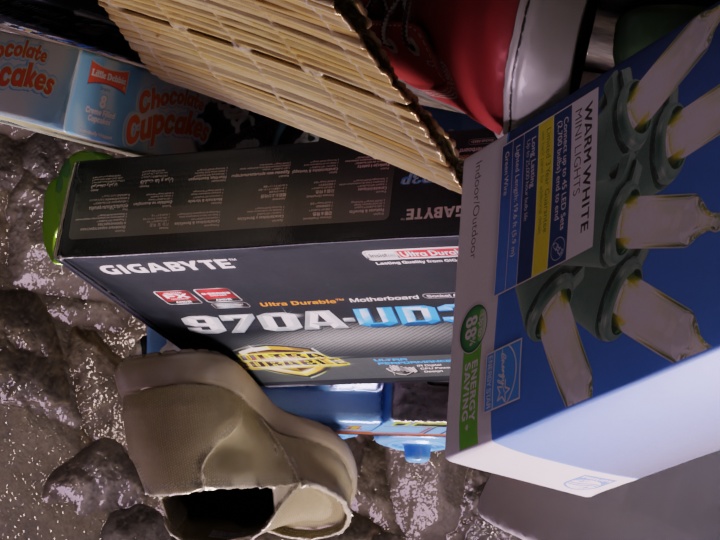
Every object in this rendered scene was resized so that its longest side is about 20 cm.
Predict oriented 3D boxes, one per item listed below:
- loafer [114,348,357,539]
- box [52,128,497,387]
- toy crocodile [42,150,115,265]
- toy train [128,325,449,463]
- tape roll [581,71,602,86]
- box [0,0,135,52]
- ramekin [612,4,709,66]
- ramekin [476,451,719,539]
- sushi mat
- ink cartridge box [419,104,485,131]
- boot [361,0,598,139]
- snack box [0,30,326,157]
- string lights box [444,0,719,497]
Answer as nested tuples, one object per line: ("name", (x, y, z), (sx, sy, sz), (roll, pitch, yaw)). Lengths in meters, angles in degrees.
("loafer", (-0.059, 0.097, 0.983), (0.075, 0.069, 0.200), (-5, 157, 22))
("box", (0.000, 0.000, 0.877), (0.199, 0.046, 0.159), (-3, 157, 25))
("toy crocodile", (-0.087, -0.018, 1.030), (0.199, 0.062, 0.067), (14, -175, 41))
("toy train", (-0.015, 0.047, 1.061), (0.198, 0.087, 0.114), (3, 168, -10))
("tape roll", (0.175, -0.059, 1.090), (0.201, 0.037, 0.203), (16, 180, 0))
("box", (-0.094, -0.120, 0.947), (0.158, 0.046, 0.200), (14, 180, -17))
("ramekin", (0.182, -0.026, 0.809), (0.199, 0.098, 0.200), (15, 179, 0))
("ramekin", (0.150, 0.067, 0.763), (0.199, 0.098, 0.200), (15, 179, 0))
("sushi mat", (-0.041, -0.081, 0.749), (0.200, 0.012, 0.096), (24, 157, 48))
("ink cartridge box", (0.055, -0.034, 1.062), (0.199, 0.077, 0.136), (17, -179, 36))
("boot", (0.006, -0.092, 0.720), (0.143, 0.073, 0.200), (17, -177, -3))
("snack box", (-0.105, -0.071, 0.935), (0.116, 0.037, 0.200), (14, -179, 33))
("string lights box", (0.102, -0.012, 0.587), (0.059, 0.103, 0.200), (16, 155, -26))
